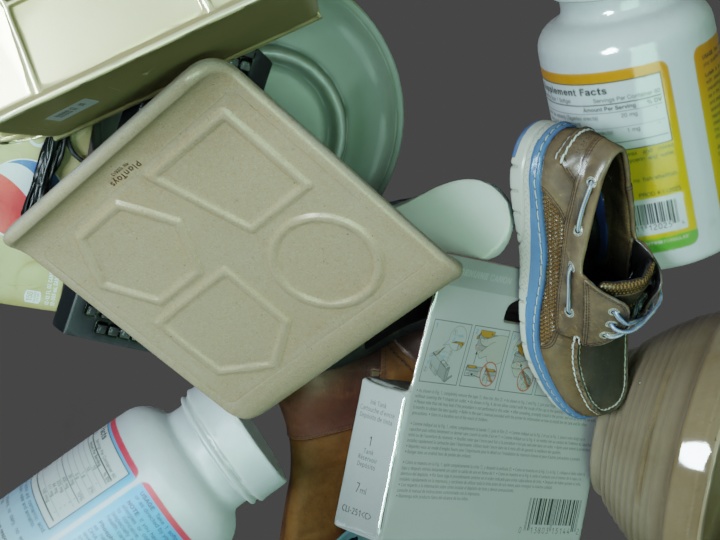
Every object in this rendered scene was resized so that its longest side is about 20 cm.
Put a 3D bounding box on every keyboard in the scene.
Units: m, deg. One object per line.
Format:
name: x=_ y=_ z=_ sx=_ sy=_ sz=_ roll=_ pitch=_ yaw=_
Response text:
keyboard: x=-0.135 y=-0.054 z=0.977 sx=0.127 sy=0.021 sz=0.201 roll=15 pitch=100 yaw=-26

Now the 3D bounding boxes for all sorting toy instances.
sorting toy: x=-0.071 y=-0.014 z=0.941 sx=0.200 sy=0.037 sz=0.185 roll=38 pitch=125 yaw=-24

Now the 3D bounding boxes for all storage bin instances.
storage bin: x=-0.125 y=-0.138 z=0.838 sx=0.198 sy=0.200 sz=0.094 roll=-24 pitch=93 yaw=2

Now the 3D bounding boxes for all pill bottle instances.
pill bottle: x=0.173 y=-0.110 z=1.048 sx=0.111 sy=0.111 sz=0.201 roll=-17 pitch=109 yaw=-8
pill bottle: x=-0.151 y=0.156 z=1.051 sx=0.200 sy=0.109 sz=0.109 roll=-34 pitch=111 yaw=-2

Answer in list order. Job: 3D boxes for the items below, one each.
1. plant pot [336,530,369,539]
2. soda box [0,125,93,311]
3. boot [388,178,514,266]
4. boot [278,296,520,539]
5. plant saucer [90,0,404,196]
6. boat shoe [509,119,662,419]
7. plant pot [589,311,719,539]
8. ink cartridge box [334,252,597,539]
plant pot: x=0.068 y=0.260 z=1.081 sx=0.196 sy=0.200 sz=0.201 roll=20 pitch=101 yaw=-20
soda box: x=-0.196 y=-0.083 z=0.994 sx=0.067 sy=0.064 sz=0.201 roll=9 pitch=104 yaw=-16
boot: x=0.000 y=0.000 z=1.046 sx=0.199 sy=0.090 sz=0.073 roll=-15 pitch=83 yaw=1
boot: x=0.035 y=0.112 z=1.107 sx=0.188 sy=0.068 sz=0.201 roll=-11 pitch=114 yaw=-22
plant saucer: x=-0.065 y=-0.088 z=1.031 sx=0.199 sy=0.050 sz=0.201 roll=-4 pitch=107 yaw=-12
boat shoe: x=0.140 y=0.009 z=1.011 sx=0.072 sy=0.072 sz=0.201 roll=-36 pitch=124 yaw=-34
plant pot: x=0.212 y=0.111 z=1.111 sx=0.092 sy=0.201 sz=0.202 roll=13 pitch=106 yaw=24
ink cartridge box: x=0.083 y=0.084 z=1.057 sx=0.200 sy=0.045 sz=0.177 roll=11 pitch=92 yaw=-46
